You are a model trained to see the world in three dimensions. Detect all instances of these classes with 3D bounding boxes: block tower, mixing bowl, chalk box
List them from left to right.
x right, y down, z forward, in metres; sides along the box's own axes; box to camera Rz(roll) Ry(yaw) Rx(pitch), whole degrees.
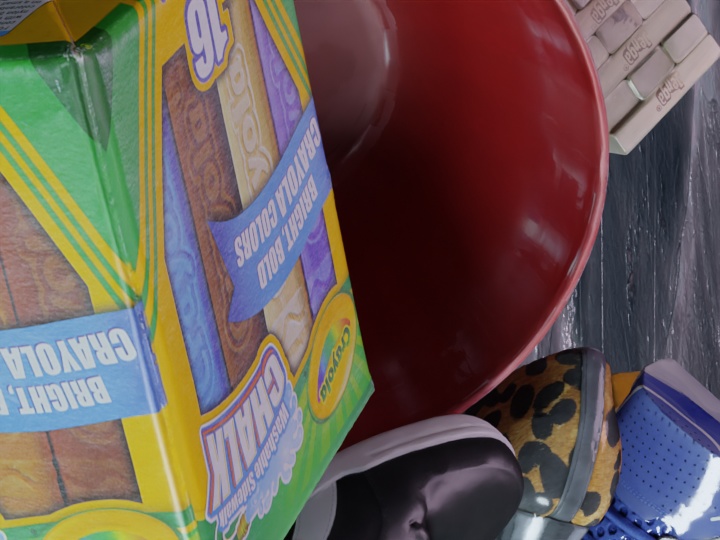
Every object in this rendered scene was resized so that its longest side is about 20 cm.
[{"bbox_3d":[-0.079,0.015,0.556,0.124,0.124,0.201,-55,139,-57],"label":"chalk box"},{"bbox_3d":[-0.031,-0.047,0.687,0.108,0.199,0.201,-115,-168,-62],"label":"mixing bowl"},{"bbox_3d":[0.037,-0.129,0.702,0.054,0.058,0.200,-45,115,-13],"label":"block tower"}]

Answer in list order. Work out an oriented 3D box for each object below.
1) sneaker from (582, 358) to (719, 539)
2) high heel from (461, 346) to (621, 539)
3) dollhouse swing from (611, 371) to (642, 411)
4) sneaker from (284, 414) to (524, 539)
[{"bbox_3d":[0.089,0.141,0.843,0.115,0.081,0.200,-22,142,-41],"label":"sneaker"},{"bbox_3d":[0.037,0.054,0.803,0.143,0.071,0.200,-67,-154,22],"label":"high heel"},{"bbox_3d":[0.075,0.150,0.954,0.200,0.175,0.182,34,55,-62],"label":"dollhouse swing"},{"bbox_3d":[-0.009,0.130,0.635,0.200,0.112,0.073,-31,135,-20],"label":"sneaker"}]
